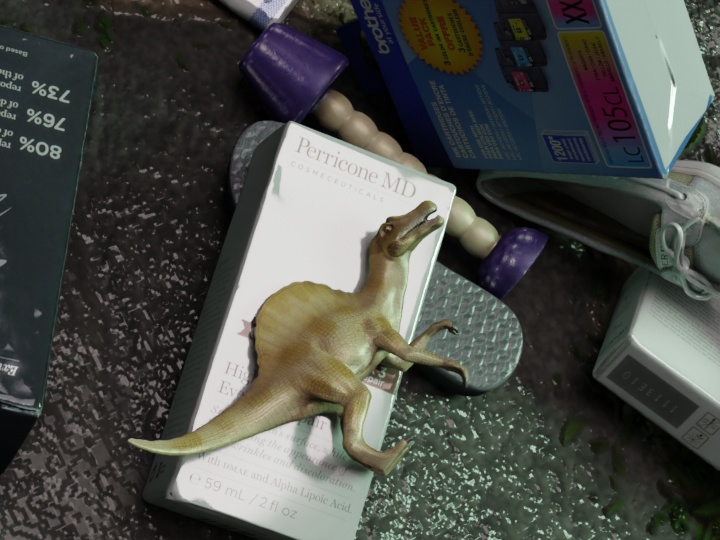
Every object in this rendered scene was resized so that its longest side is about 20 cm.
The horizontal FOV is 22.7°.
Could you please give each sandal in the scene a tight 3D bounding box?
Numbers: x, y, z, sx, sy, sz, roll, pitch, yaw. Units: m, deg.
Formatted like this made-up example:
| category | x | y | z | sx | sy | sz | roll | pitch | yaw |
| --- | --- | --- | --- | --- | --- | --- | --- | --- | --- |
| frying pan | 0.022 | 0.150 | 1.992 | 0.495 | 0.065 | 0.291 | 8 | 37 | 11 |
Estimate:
| category | x | y | z | sx | sy | sz | roll | pitch | yaw |
| --- | --- | --- | --- | --- | --- | --- | --- | --- | --- |
| sandal | 0.000 | 0.001 | 0.994 | 0.200 | 0.043 | 0.076 | 42 | 67 | -7 |

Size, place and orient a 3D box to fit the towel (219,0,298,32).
| category | x | y | z | sx | sy | sz | roll | pitch | yaw |
| --- | --- | --- | --- | --- | --- | --- | --- | --- | --- |
| towel | -0.091 | -0.249 | 1.061 | 0.199 | 0.024 | 0.147 | 35 | 75 | -3 |

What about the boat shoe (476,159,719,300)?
| category | x | y | z | sx | sy | sz | roll | pitch | yaw |
| --- | --- | --- | --- | --- | --- | --- | --- | --- | --- |
| boat shoe | 0.158 | -0.029 | 1.017 | 0.201 | 0.075 | 0.065 | 31 | 59 | 32 |

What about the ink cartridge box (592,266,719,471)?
| category | x | y | z | sx | sy | sz | roll | pitch | yaw |
| --- | --- | --- | --- | --- | --- | --- | --- | --- | --- |
| ink cartridge box | 0.244 | 0.058 | 1.071 | 0.199 | 0.044 | 0.174 | 36 | 38 | -4 |

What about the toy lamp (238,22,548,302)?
| category | x | y | z | sx | sy | sz | roll | pitch | yaw |
| --- | --- | --- | --- | --- | --- | --- | --- | --- | --- |
| toy lamp | 0.017 | -0.064 | 1.017 | 0.199 | 0.058 | 0.058 | 39 | 57 | -2 |

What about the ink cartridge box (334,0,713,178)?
| category | x | y | z | sx | sy | sz | roll | pitch | yaw |
| --- | --- | --- | --- | --- | --- | --- | --- | --- | --- |
| ink cartridge box | 0.080 | -0.128 | 0.998 | 0.076 | 0.199 | 0.137 | -50 | 129 | -33 |

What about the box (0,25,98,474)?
| category | x | y | z | sx | sy | sz | roll | pitch | yaw |
| --- | --- | --- | --- | --- | --- | --- | --- | --- | --- |
| box | -0.219 | -0.018 | 0.863 | 0.147 | 0.104 | 0.202 | 15 | 62 | -17 |

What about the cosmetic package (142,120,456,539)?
| category | x | y | z | sx | sy | sz | roll | pitch | yaw |
| --- | --- | --- | --- | --- | --- | --- | --- | --- | --- |
| cosmetic package | -0.031 | 0.036 | 0.914 | 0.101 | 0.074 | 0.202 | 20 | 76 | -15 |

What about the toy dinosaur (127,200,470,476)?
| category | x | y | z | sx | sy | sz | roll | pitch | yaw |
| --- | --- | --- | --- | --- | --- | --- | --- | --- | --- |
| toy dinosaur | -0.016 | 0.054 | 0.860 | 0.101 | 0.058 | 0.200 | 43 | 63 | 8 |
